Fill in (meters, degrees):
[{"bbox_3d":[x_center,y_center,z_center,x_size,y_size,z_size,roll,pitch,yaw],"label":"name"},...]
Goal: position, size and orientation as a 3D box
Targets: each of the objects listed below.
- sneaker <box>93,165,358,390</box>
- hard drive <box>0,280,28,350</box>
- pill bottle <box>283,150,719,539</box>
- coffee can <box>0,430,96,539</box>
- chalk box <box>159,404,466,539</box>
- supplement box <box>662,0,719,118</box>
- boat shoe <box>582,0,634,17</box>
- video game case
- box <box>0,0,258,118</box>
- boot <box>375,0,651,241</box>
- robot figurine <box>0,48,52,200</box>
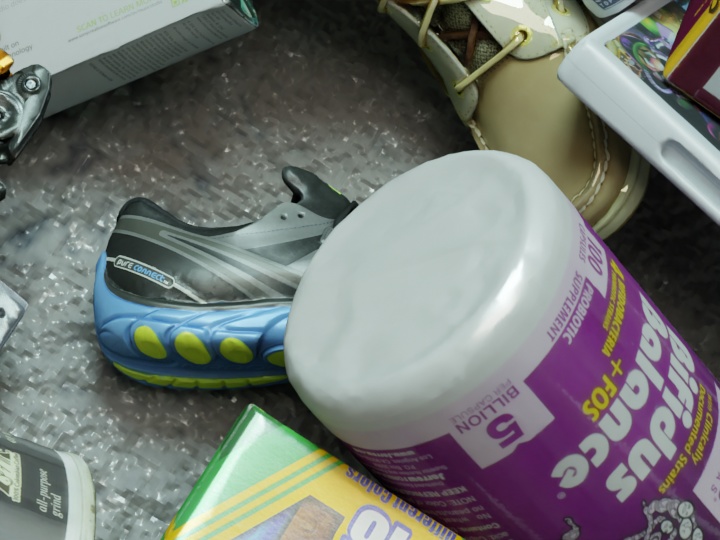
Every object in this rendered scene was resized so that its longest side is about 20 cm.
[{"bbox_3d":[0.000,0.000,0.997,0.198,0.071,0.083,1,68,-11],"label":"sneaker"},{"bbox_3d":[-0.236,0.015,0.957,0.199,0.042,0.135,30,65,1],"label":"hard drive"},{"bbox_3d":[0.071,0.061,0.925,0.200,0.112,0.113,47,60,-33],"label":"pill bottle"},{"bbox_3d":[-0.202,0.093,0.827,0.199,0.146,0.147,23,64,-20],"label":"coffee can"},{"bbox_3d":[-0.046,0.172,0.888,0.124,0.125,0.200,33,64,2],"label":"chalk box"},{"bbox_3d":[0.196,-0.111,1.020,0.110,0.086,0.200,35,31,-4],"label":"supplement box"},{"bbox_3d":[0.107,-0.174,1.050,0.065,0.073,0.200,45,28,-14],"label":"boat shoe"},{"bbox_3d":[0.180,-0.044,1.023,0.182,0.023,0.200,44,31,7],"label":"video game case"},{"bbox_3d":[-0.130,-0.158,1.018,0.144,0.036,0.201,-20,71,16],"label":"box"},{"bbox_3d":[0.023,-0.106,0.997,0.154,0.072,0.201,20,42,-47],"label":"boot"},{"bbox_3d":[-0.209,-0.050,0.934,0.200,0.058,0.145,-36,80,-22],"label":"robot figurine"}]
